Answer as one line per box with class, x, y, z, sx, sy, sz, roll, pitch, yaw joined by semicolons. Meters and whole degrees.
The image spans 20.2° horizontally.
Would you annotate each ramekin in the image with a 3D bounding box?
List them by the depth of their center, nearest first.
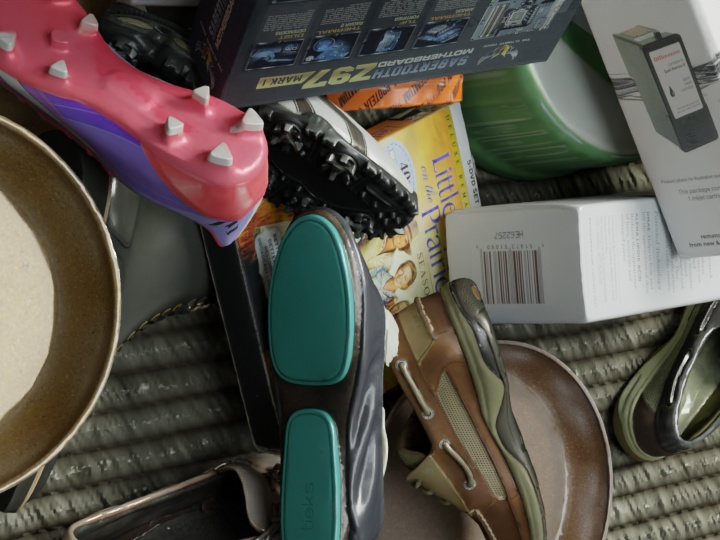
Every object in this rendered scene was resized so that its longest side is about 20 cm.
ramekin;0.133;-0.155;1.247;0.199;0.098;0.201;-1;93;-34

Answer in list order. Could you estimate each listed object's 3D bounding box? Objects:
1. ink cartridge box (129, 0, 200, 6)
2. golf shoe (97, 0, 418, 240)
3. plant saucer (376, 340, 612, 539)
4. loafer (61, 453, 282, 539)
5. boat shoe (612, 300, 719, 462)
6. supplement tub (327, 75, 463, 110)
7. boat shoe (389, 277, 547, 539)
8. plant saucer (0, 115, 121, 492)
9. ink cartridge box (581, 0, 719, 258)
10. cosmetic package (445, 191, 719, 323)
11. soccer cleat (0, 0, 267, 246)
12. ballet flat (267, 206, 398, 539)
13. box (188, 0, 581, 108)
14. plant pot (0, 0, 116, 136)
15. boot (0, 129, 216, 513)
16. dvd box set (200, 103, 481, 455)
ink cartridge box;-0.079;-0.256;1.026;0.083;0.145;0.201;-5;68;-37
golf shoe;-0.045;-0.096;1.083;0.200;0.078;0.095;34;52;-10
plant saucer;0.074;0.142;1.255;0.200;0.032;0.201;-2;94;-34
loafer;-0.078;0.140;1.118;0.200;0.072;0.063;-21;135;-30
boat shoe;0.248;0.049;1.353;0.201;0.066;0.072;-50;116;-23
supplement tub;0.004;-0.191;1.142;0.122;0.122;0.201;-8;96;-34
boat shoe;0.057;0.097;1.185;0.074;0.076;0.201;-18;117;0
plant saucer;-0.218;0.016;0.983;0.199;0.035;0.201;1;88;-19
ink cartridge box;0.222;-0.129;1.187;0.145;0.084;0.201;-37;111;-39
cosmetic package;0.152;-0.011;1.238;0.200;0.101;0.074;-10;97;-50
soccer cleat;-0.134;-0.083;1.017;0.200;0.077;0.067;30;49;12
ballet flat;-0.012;0.065;1.097;0.073;0.073;0.201;-3;95;-35
box;0.027;-0.154;1.002;0.199;0.158;0.051;-11;63;-23
plant pot;-0.179;-0.160;1.074;0.199;0.027;0.201;-1;92;-35
boot;-0.132;0.035;1.092;0.138;0.077;0.201;11;98;-50
dvd box set;0.000;0.000;1.173;0.200;0.029;0.147;-29;115;-41
